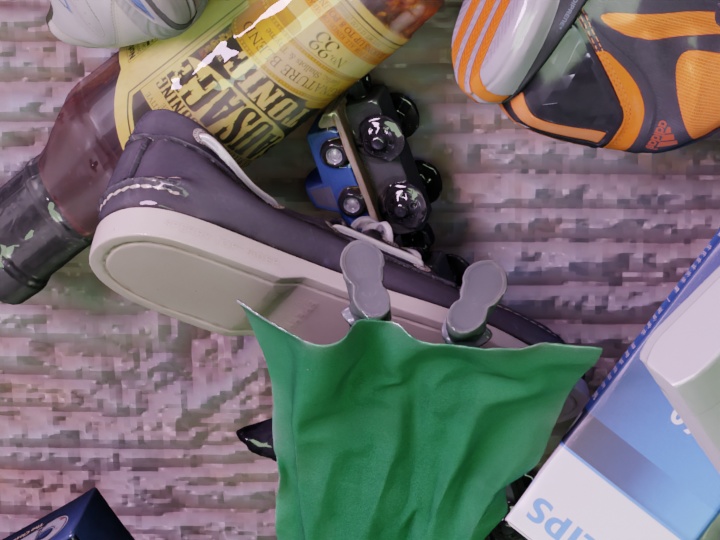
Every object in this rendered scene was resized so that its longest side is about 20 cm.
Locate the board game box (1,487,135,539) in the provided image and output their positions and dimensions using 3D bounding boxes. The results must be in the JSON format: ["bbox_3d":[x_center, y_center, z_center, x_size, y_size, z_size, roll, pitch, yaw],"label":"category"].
[{"bbox_3d":[-0.095,0.192,1.080,0.135,0.035,0.200,-29,107,24],"label":"board game box"}]

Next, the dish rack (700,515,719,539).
[{"bbox_3d":[0.148,0.162,1.103,0.200,0.044,0.172,34,112,17],"label":"dish rack"}]

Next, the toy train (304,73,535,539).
[{"bbox_3d":[0.021,0.018,1.095,0.046,0.034,0.201,-11,112,20],"label":"toy train"}]

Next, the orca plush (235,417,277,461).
[{"bbox_3d":[-0.024,0.148,1.131,0.071,0.105,0.201,4,120,37],"label":"orca plush"}]

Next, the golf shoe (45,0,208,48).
[{"bbox_3d":[-0.116,-0.168,1.007,0.097,0.078,0.201,-20,92,47],"label":"golf shoe"}]

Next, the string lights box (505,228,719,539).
[{"bbox_3d":[0.135,0.022,1.017,0.059,0.103,0.200,37,95,6],"label":"string lights box"}]

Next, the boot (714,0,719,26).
[{"bbox_3d":[0.230,-0.075,0.961,0.200,0.165,0.066,41,147,-6],"label":"boot"}]

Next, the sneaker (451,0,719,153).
[{"bbox_3d":[0.119,-0.133,1.011,0.112,0.078,0.200,20,107,-21],"label":"sneaker"}]

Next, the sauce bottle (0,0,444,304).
[{"bbox_3d":[-0.062,-0.059,1.052,0.200,0.066,0.066,-39,105,18],"label":"sauce bottle"}]

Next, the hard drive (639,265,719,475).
[{"bbox_3d":[0.178,0.037,0.966,0.132,0.027,0.200,-44,138,-5],"label":"hard drive"}]

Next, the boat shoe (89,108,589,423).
[{"bbox_3d":[0.000,0.000,1.028,0.200,0.063,0.073,22,148,-25],"label":"boat shoe"}]

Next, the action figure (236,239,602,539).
[{"bbox_3d":[0.011,0.067,1.014,0.118,0.055,0.200,11,143,1],"label":"action figure"}]
